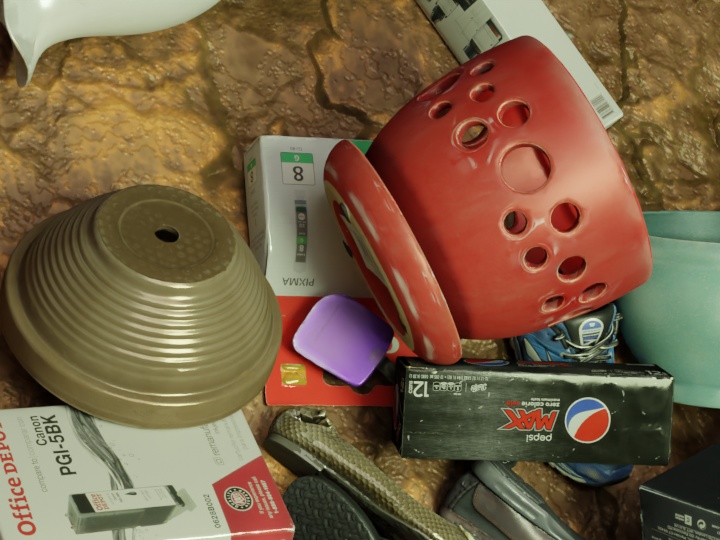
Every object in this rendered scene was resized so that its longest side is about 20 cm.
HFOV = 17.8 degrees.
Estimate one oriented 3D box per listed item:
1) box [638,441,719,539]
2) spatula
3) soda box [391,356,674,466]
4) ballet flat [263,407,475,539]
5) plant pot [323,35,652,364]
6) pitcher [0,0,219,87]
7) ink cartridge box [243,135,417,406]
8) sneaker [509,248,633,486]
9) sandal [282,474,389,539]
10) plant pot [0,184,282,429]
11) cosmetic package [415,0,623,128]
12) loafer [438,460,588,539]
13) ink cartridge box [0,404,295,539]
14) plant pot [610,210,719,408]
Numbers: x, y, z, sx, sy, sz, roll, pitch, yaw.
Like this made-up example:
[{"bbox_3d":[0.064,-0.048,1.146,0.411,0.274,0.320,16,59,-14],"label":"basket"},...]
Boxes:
[{"bbox_3d":[0.305,0.217,1.671,0.200,0.104,0.183,-23,118,-40],"label":"box"},{"bbox_3d":[0.041,0.089,1.713,0.200,0.021,0.057,37,79,-18],"label":"spatula"},{"bbox_3d":[0.125,0.102,1.677,0.199,0.063,0.071,2,97,-5],"label":"soda box"},{"bbox_3d":[0.021,0.163,1.667,0.200,0.067,0.046,35,67,0],"label":"ballet flat"},{"bbox_3d":[0.085,-0.040,1.639,0.182,0.200,0.201,-29,84,-5],"label":"plant pot"},{"bbox_3d":[-0.198,-0.245,1.702,0.200,0.121,0.172,-26,67,-16],"label":"pitcher"},{"bbox_3d":[0.000,0.000,1.725,0.161,0.050,0.200,2,69,-21],"label":"ink cartridge box"},{"bbox_3d":[0.158,0.068,1.741,0.078,0.089,0.200,-18,81,-26],"label":"sneaker"},{"bbox_3d":[0.014,0.231,1.641,0.200,0.075,0.045,48,22,8],"label":"sandal"},{"bbox_3d":[-0.145,0.007,1.595,0.200,0.093,0.201,11,42,-10],"label":"plant pot"},{"bbox_3d":[0.116,-0.178,1.816,0.051,0.083,0.200,-34,86,-26],"label":"cosmetic package"},{"bbox_3d":[0.144,0.221,1.704,0.200,0.072,0.063,43,97,0],"label":"loafer"},{"bbox_3d":[-0.164,0.163,1.545,0.200,0.083,0.147,-3,38,-23],"label":"ink cartridge box"},{"bbox_3d":[0.282,0.032,1.762,0.200,0.200,0.135,-2,99,-23],"label":"plant pot"}]
